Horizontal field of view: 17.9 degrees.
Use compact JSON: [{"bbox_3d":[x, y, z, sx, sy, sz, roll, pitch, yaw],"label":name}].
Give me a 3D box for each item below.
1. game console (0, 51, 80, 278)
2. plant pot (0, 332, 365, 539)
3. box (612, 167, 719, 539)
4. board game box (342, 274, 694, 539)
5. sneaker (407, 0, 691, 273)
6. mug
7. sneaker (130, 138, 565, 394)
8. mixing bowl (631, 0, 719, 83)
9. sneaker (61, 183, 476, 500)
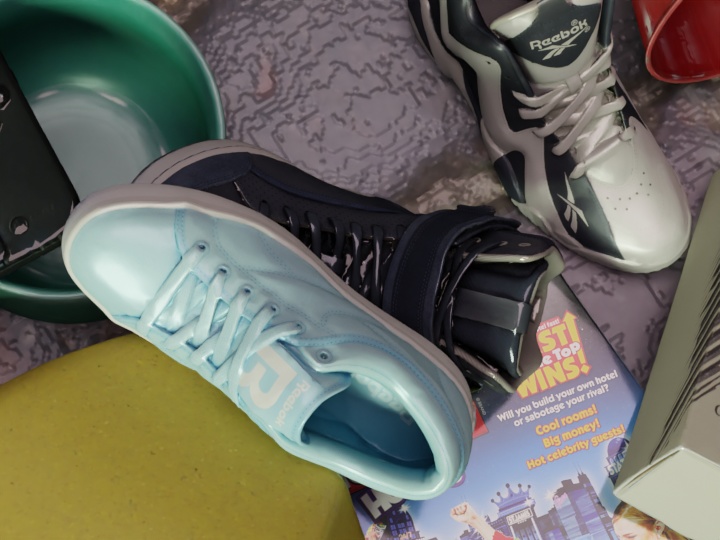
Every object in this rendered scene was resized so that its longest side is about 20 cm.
[{"bbox_3d":[-0.247,-0.056,0.981,0.199,0.118,0.171,-29,78,-5],"label":"game console"},{"bbox_3d":[-0.104,0.146,1.015,0.195,0.194,0.200,38,77,18],"label":"plant pot"},{"bbox_3d":[0.193,0.033,1.099,0.082,0.068,0.201,27,57,-10],"label":"box"},{"bbox_3d":[0.078,0.105,1.119,0.199,0.062,0.201,-20,80,-6],"label":"board game box"},{"bbox_3d":[0.100,-0.091,1.121,0.079,0.130,0.200,-29,83,-8],"label":"sneaker"},{"bbox_3d":[-0.132,-0.064,1.106,0.152,0.114,0.185,35,79,3],"label":"mug"},{"bbox_3d":[0.001,-0.002,1.025,0.202,0.146,0.077,7,101,-46],"label":"sneaker"},{"bbox_3d":[0.202,-0.193,1.122,0.200,0.200,0.109,-26,72,-8],"label":"mixing bowl"},{"bbox_3d":[-0.035,0.030,0.955,0.199,0.082,0.074,27,105,-9],"label":"sneaker"}]
